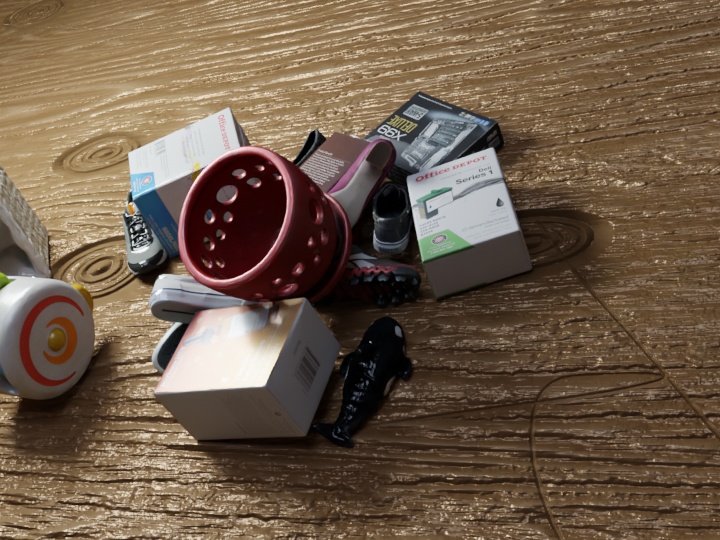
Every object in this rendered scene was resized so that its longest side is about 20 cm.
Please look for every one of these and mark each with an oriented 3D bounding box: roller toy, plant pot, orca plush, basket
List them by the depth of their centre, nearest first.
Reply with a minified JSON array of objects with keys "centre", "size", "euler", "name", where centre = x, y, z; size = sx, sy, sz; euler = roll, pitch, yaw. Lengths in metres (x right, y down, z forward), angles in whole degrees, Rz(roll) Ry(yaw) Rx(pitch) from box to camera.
[{"centre":[-0.004,0.129,1.308],"size":[0.105,0.071,0.200],"euler":[18,57,40],"name":"orca plush"},{"centre":[-0.123,-0.046,1.367],"size":[0.199,0.182,0.202],"euler":[-12,66,29],"name":"plant pot"},{"centre":[-0.506,0.103,1.520],"size":[0.139,0.200,0.184],"euler":[3,83,30],"name":"roller toy"},{"centre":[-0.690,-0.055,1.776],"size":[0.199,0.199,0.161],"euler":[-26,36,1],"name":"basket"}]

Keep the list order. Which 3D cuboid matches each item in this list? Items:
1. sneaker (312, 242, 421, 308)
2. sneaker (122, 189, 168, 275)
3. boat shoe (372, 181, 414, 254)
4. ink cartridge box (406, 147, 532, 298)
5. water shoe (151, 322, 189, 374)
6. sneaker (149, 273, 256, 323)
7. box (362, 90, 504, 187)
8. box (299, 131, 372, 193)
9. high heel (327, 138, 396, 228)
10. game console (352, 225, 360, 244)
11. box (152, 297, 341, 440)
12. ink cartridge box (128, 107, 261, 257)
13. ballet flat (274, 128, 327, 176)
[{"centre":[0.000,0.000,1.444],"size":[0.199,0.071,0.098],"euler":[-3,47,27],"name":"sneaker"},{"centre":[-0.383,-0.066,1.713],"size":[0.073,0.080,0.201],"euler":[-22,41,2],"name":"sneaker"},{"centre":[0.047,-0.099,1.497],"size":[0.069,0.067,0.200],"euler":[3,30,7],"name":"boat shoe"},{"centre":[0.153,-0.072,1.430],"size":[0.145,0.085,0.201],"euler":[-18,41,9],"name":"ink cartridge box"},{"centre":[-0.246,0.084,1.505],"size":[0.200,0.072,0.079],"euler":[-48,21,-27],"name":"water shoe"},{"centre":[-0.206,0.042,1.442],"size":[0.198,0.073,0.071],"euler":[13,48,-19],"name":"sneaker"},{"centre":[0.111,-0.207,1.622],"size":[0.157,0.050,0.200],"euler":[-41,42,-16],"name":"box"},{"centre":[-0.059,-0.123,1.562],"size":[0.100,0.075,0.200],"euler":[23,64,43],"name":"box"},{"centre":[-0.012,-0.114,1.510],"size":[0.200,0.067,0.096],"euler":[-48,1,6],"name":"high heel"},{"centre":[-0.108,-0.055,1.592],"size":[0.176,0.031,0.200],"euler":[-36,40,-11],"name":"game console"},{"centre":[-0.151,0.135,1.333],"size":[0.199,0.107,0.153],"euler":[-8,43,32],"name":"box"},{"centre":[-0.273,-0.151,1.692],"size":[0.199,0.145,0.148],"euler":[-23,40,3],"name":"ink cartridge box"},{"centre":[-0.119,-0.174,1.671],"size":[0.066,0.057,0.200],"euler":[-19,18,42],"name":"ballet flat"}]
